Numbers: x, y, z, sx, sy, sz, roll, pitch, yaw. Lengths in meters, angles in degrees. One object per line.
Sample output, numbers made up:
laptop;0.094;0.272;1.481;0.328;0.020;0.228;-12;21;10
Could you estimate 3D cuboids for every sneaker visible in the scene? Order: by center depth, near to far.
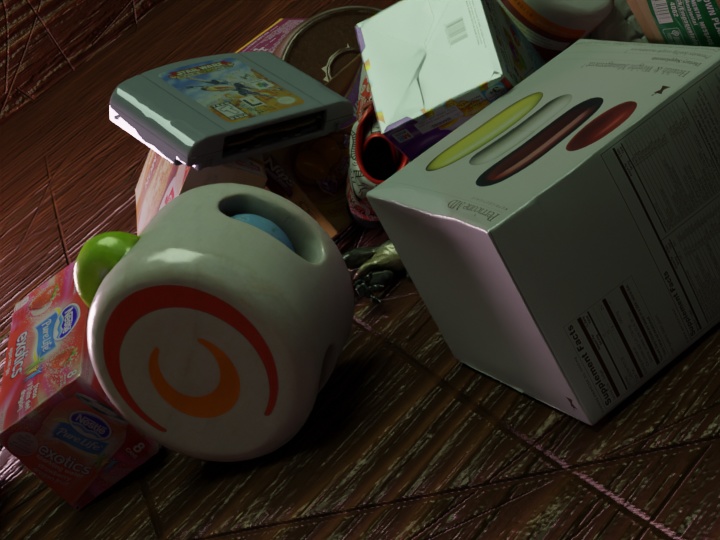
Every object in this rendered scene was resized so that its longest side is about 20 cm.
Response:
sneaker;0.241;-0.197;1.269;0.082;0.078;0.199;-33;-4;36
sneaker;0.028;-0.149;1.318;0.108;0.066;0.204;104;176;-72

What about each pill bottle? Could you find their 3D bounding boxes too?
pill bottle;0.118;-0.201;1.221;0.200;0.113;0.113;-46;4;48

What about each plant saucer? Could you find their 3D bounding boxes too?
plant saucer;-0.008;-0.203;1.510;0.199;0.201;0.035;-36;-22;-12

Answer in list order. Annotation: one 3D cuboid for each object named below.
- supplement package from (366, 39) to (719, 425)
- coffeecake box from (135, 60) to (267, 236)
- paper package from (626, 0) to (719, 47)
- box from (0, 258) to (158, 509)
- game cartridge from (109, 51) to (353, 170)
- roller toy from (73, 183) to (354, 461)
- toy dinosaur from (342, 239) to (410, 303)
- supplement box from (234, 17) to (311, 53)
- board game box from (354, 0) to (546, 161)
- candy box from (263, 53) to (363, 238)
supplement package;0.146;-0.036;0.939;0.199;0.148;0.191;-36;21;-14
coffeecake box;-0.156;-0.081;1.357;0.201;0.072;0.155;-107;38;-57
paper package;0.294;-0.173;0.964;0.191;0.201;0.103;-43;23;-26
box;-0.235;0.088;1.216;0.094;0.103;0.201;-34;29;13
game cartridge;-0.119;-0.149;1.286;0.133;0.042;0.199;37;39;30
roller toy;-0.100;0.038;1.080;0.180;0.202;0.140;-9;27;24
toy dinosaur;0.000;0.000;1.215;0.198;0.048;0.088;-20;9;32
supplement box;-0.063;-0.213;1.665;0.103;0.132;0.200;-38;20;-14
board game box;0.093;-0.126;1.115;0.102;0.200;0.106;-24;59;20
candy box;-0.005;-0.130;1.402;0.200;0.117;0.056;-43;5;-28
